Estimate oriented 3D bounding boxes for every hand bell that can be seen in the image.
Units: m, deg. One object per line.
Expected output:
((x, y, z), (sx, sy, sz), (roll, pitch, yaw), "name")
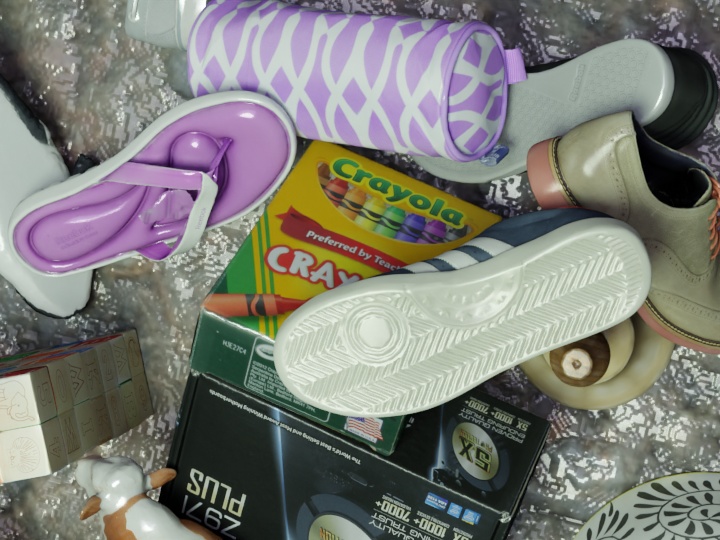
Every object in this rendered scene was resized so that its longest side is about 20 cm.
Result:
((0.126, 0.043, 0.990), (0.103, 0.200, 0.105), (1, 95, 10), "hand bell")

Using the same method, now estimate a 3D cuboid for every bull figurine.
((-0.096, 0.189, 1.032), (0.199, 0.065, 0.122), (34, 138, 2), "bull figurine")

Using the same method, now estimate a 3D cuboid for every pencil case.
((-0.006, -0.117, 1.025), (0.199, 0.086, 0.084), (13, 132, 30), "pencil case")

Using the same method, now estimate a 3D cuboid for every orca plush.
((-0.238, -0.060, 1.111), (0.105, 0.071, 0.200), (-50, 118, -25), "orca plush")

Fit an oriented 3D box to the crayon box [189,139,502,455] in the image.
((0.000, 0.000, 1.017), (0.126, 0.200, 0.051), (23, 134, 7), "crayon box")

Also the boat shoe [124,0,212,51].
((-0.114, -0.237, 1.085), (0.068, 0.072, 0.201), (6, 104, 10), "boat shoe")

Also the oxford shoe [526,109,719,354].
((0.179, -0.017, 0.987), (0.075, 0.071, 0.200), (-29, 134, 31), "oxford shoe")

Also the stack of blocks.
((-0.210, 0.085, 1.054), (0.114, 0.200, 0.059), (-12, 93, 10), "stack of blocks")

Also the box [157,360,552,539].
((-0.010, 0.128, 1.043), (0.199, 0.086, 0.164), (25, 132, 7), "box")

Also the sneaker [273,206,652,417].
((0.052, 0.018, 0.924), (0.199, 0.085, 0.075), (-15, 105, 4), "sneaker")

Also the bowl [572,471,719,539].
((0.207, 0.227, 1.044), (0.199, 0.094, 0.202), (1, 95, 10), "bowl")

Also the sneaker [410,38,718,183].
((0.123, -0.090, 1.050), (0.199, 0.099, 0.071), (-10, 82, 42), "sneaker")

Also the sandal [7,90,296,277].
((-0.122, -0.037, 1.041), (0.202, 0.050, 0.083), (-26, 126, 25), "sandal")
